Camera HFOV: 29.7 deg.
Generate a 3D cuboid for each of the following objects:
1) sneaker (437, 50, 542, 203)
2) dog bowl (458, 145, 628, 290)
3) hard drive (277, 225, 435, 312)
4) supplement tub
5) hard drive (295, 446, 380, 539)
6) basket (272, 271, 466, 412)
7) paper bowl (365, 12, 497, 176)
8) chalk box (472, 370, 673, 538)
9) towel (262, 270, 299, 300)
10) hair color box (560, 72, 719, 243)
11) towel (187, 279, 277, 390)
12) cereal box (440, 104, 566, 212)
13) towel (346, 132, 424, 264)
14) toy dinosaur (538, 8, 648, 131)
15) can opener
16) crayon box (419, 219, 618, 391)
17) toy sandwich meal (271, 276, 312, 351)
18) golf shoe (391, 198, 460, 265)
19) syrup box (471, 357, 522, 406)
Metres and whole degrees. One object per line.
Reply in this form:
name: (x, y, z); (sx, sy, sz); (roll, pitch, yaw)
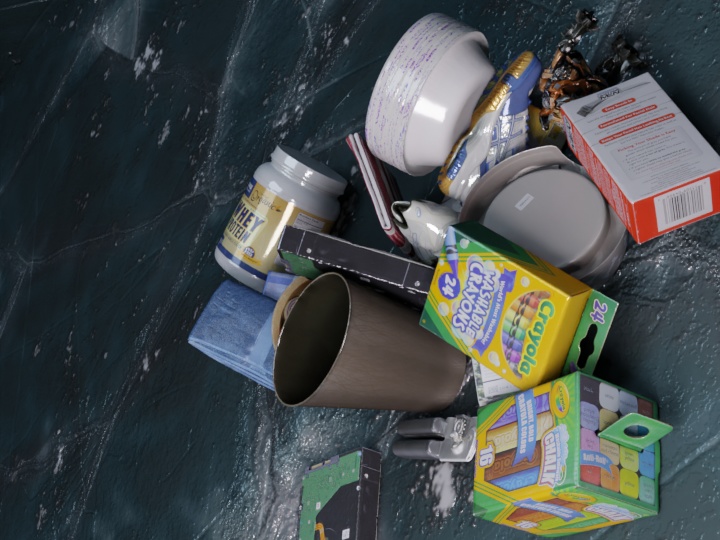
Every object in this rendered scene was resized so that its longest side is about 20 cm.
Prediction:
sneaker: (0.176, -0.167, 1.658); (0.201, 0.088, 0.075); (-60, 10, 12)
dog bowl: (0.212, -0.046, 1.545); (0.199, 0.059, 0.201); (-12, 53, 16)
hard drive: (0.000, 0.000, 1.695); (0.140, 0.199, 0.038); (77, -151, -77)
supplement tub: (-0.118, -0.074, 2.055); (0.201, 0.144, 0.144); (-62, 32, 10)
hard drive: (-0.032, 0.342, 1.769); (0.139, 0.038, 0.201); (-28, 49, 46)
basket: (0.019, 0.105, 1.675); (0.181, 0.199, 0.136); (-57, 37, 25)
paper bowl: (0.101, -0.214, 1.719); (0.104, 0.200, 0.202); (30, 98, 21)
chalk box: (0.226, 0.189, 1.393); (0.200, 0.124, 0.125); (-27, 49, 48)
towel: (-0.055, 0.083, 1.868); (0.199, 0.024, 0.148); (11, 76, 18)
hair color box: (0.307, -0.125, 1.475); (0.110, 0.064, 0.201); (-21, 41, -2)
towel: (-0.131, 0.094, 1.848); (0.199, 0.049, 0.112); (25, 78, 23)
cereal box: (0.177, -0.118, 1.736); (0.201, 0.039, 0.144); (-63, 31, 7)
towel: (0.036, -0.085, 1.765); (0.023, 0.200, 0.145); (-24, 70, 9)
toy dinosaur: (0.253, -0.238, 1.633); (0.136, 0.102, 0.201); (-51, 36, 23)
can opener: (0.107, 0.208, 1.640); (0.200, 0.066, 0.054); (-18, 55, 67)
crayon box: (0.165, 0.046, 1.460); (0.199, 0.051, 0.126); (32, 119, 31)
toy sandwich meal: (-0.017, 0.072, 1.783); (0.070, 0.204, 0.207); (121, 159, -66)
golf shoe: (0.081, -0.060, 1.678); (0.079, 0.097, 0.200); (-56, 6, -5)
syrup box: (0.167, 0.080, 1.567); (0.078, 0.082, 0.201); (-12, 51, 8)
